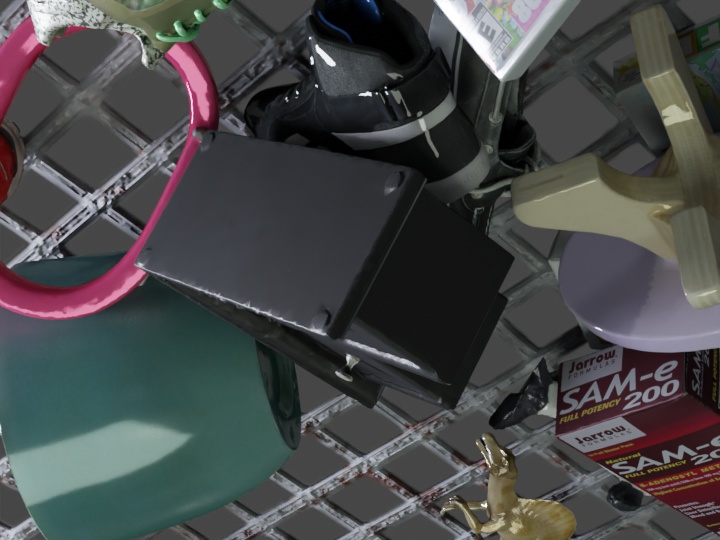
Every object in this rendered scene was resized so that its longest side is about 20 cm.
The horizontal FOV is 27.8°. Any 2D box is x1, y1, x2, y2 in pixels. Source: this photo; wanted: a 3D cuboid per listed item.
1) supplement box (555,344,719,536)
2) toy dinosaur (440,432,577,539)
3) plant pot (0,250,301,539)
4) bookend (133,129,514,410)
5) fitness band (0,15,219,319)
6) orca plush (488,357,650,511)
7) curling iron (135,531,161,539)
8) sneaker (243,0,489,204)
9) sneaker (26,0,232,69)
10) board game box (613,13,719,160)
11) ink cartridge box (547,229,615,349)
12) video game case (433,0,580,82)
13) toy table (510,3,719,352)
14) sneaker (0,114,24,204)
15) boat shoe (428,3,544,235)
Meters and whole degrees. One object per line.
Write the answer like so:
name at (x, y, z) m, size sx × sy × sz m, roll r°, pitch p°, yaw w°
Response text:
supplement box at (0.235, 0.112, 0.973) m, size 0.200 × 0.061 × 0.109 m, roll 32°, pitch 141°, yaw -30°
toy dinosaur at (0.130, 0.212, 1.155) m, size 0.101 × 0.058 × 0.200 m, roll -24°, pitch 126°, yaw 26°
plant pot at (-0.130, 0.077, 0.971) m, size 0.160 × 0.201 × 0.201 m, roll -12°, pitch 132°, yaw 7°
bookend at (0.013, 0.019, 0.805) m, size 0.200 × 0.092 × 0.198 m, roll 34°, pitch 169°, yaw -36°
fitness band at (-0.169, -0.066, 0.875) m, size 0.143 × 0.037 × 0.201 m, roll 28°, pitch 99°, yaw -9°
orca plush at (0.167, 0.114, 1.044) m, size 0.199 × 0.106 × 0.071 m, roll 9°, pitch 180°, yaw -33°
curling iron at (-0.191, 0.235, 1.240) m, size 0.200 × 0.026 × 0.050 m, roll -42°, pitch 79°, yaw 33°
sneaker at (-0.012, -0.111, 0.814) m, size 0.200 × 0.073 × 0.112 m, roll 20°, pitch 141°, yaw 50°
sneaker at (-0.103, -0.157, 0.810) m, size 0.199 × 0.077 × 0.089 m, roll 5°, pitch 121°, yaw 14°
board game box at (0.258, -0.073, 0.877) m, size 0.134 × 0.034 × 0.200 m, roll -23°, pitch 127°, yaw 27°
ink cartridge box at (0.226, 0.015, 0.923) m, size 0.199 × 0.037 × 0.095 m, roll 3°, pitch 141°, yaw 34°
video game case at (0.049, -0.211, 0.693) m, size 0.200 × 0.018 × 0.143 m, roll 53°, pitch 132°, yaw 17°
toy table at (0.184, -0.040, 0.786) m, size 0.199 × 0.184 × 0.117 m, roll -29°, pitch 141°, yaw 17°
sneaker at (-0.309, -0.089, 0.905) m, size 0.199 × 0.085 × 0.077 m, roll 19°, pitch 132°, yaw -11°
boat shoe at (0.077, -0.072, 0.877) m, size 0.068 × 0.074 × 0.200 m, roll 13°, pitch 127°, yaw 16°
